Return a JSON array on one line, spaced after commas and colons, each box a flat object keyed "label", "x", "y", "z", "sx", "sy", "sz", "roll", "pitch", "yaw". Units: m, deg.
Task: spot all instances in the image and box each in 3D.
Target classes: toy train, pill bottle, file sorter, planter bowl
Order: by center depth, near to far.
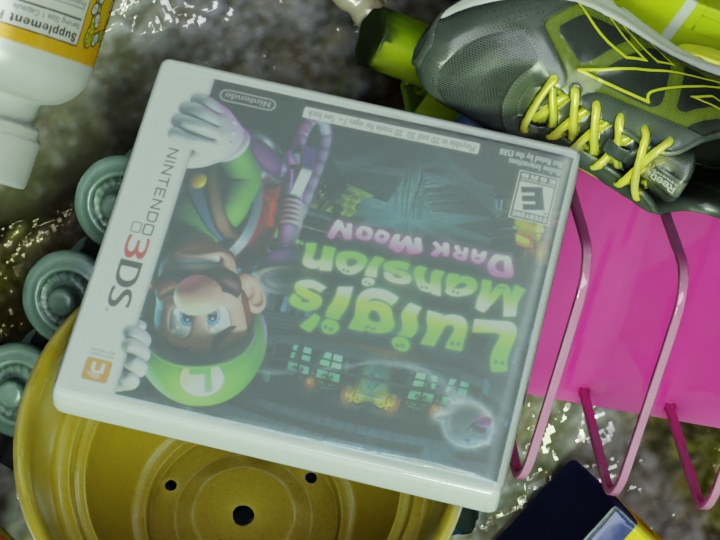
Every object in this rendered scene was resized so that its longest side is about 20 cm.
[{"label": "planter bowl", "x": -0.052, "y": 0.095, "z": 1.267, "sx": 0.200, "sy": 0.084, "sz": 0.201, "roll": 1, "pitch": 60, "yaw": -1}, {"label": "pill bottle", "x": -0.168, "y": -0.146, "z": 1.332, "sx": 0.112, "sy": 0.113, "sz": 0.201, "roll": 17, "pitch": 91, "yaw": -10}, {"label": "toy train", "x": -0.100, "y": 0.025, "z": 1.347, "sx": 0.114, "sy": 0.085, "sz": 0.200, "roll": 32, "pitch": 104, "yaw": 8}, {"label": "file sorter", "x": 0.175, "y": 0.040, "z": 1.371, "sx": 0.199, "sy": 0.126, "sz": 0.139, "roll": 10, "pitch": 118, "yaw": -10}]

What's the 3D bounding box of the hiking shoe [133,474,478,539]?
[{"label": "hiking shoe", "x": -0.036, "y": 0.146, "z": 1.340, "sx": 0.199, "sy": 0.074, "sz": 0.087, "roll": -12, "pitch": 81, "yaw": -7}]

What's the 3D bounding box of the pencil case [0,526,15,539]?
[{"label": "pencil case", "x": -0.191, "y": 0.150, "z": 1.304, "sx": 0.088, "sy": 0.200, "sz": 0.089, "roll": -2, "pitch": 96, "yaw": -16}]

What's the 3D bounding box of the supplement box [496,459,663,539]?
[{"label": "supplement box", "x": 0.150, "y": 0.207, "z": 1.406, "sx": 0.200, "sy": 0.109, "sz": 0.110, "roll": 42, "pitch": 91, "yaw": -11}]

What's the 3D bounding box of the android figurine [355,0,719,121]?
[{"label": "android figurine", "x": 0.104, "y": -0.102, "z": 1.375, "sx": 0.200, "sy": 0.041, "sz": 0.182, "roll": 21, "pitch": 125, "yaw": -25}]

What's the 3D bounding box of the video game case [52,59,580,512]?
[{"label": "video game case", "x": -0.016, "y": 0.003, "z": 1.260, "sx": 0.199, "sy": 0.023, "sz": 0.182, "roll": 13, "pitch": 61, "yaw": 5}]

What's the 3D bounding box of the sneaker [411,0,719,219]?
[{"label": "sneaker", "x": 0.121, "y": -0.075, "z": 1.317, "sx": 0.199, "sy": 0.085, "sz": 0.075, "roll": 12, "pitch": 128, "yaw": -17}]

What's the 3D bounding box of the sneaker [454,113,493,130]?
[{"label": "sneaker", "x": 0.000, "y": 0.000, "z": 1.373, "sx": 0.089, "sy": 0.079, "sz": 0.200, "roll": 37, "pitch": 106, "yaw": 6}]

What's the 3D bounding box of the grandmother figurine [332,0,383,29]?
[{"label": "grandmother figurine", "x": 0.011, "y": -0.175, "z": 1.391, "sx": 0.199, "sy": 0.061, "sz": 0.122, "roll": 21, "pitch": 63, "yaw": -7}]
